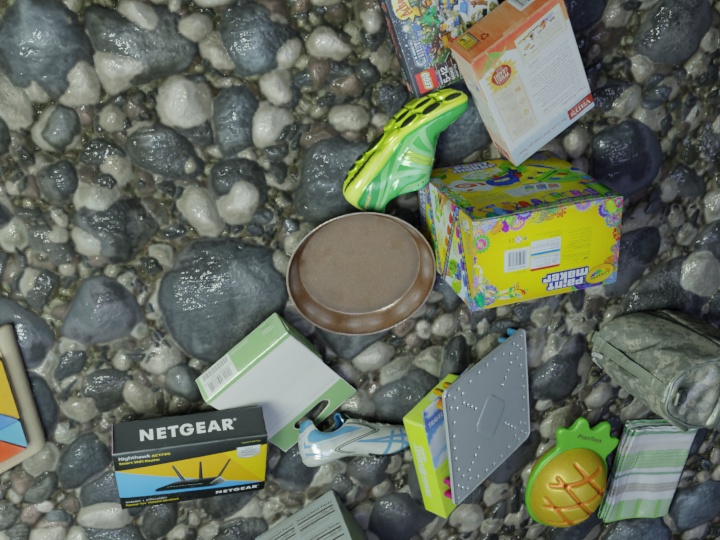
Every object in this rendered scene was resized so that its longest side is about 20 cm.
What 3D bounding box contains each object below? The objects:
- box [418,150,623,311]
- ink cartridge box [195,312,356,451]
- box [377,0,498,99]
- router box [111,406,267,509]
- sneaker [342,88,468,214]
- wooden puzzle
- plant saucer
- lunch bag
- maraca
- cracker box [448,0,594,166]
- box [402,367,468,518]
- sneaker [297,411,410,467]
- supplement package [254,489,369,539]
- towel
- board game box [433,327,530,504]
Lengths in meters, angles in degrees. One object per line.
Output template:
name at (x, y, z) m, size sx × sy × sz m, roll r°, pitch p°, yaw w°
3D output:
box at (0.199, -0.059, 1.142) m, size 0.199 × 0.193 × 0.123 m, roll -10°, pitch 117°, yaw -13°
ink cartridge box at (-0.112, 0.160, 1.225) m, size 0.145 × 0.048 × 0.200 m, roll -40°, pitch 140°, yaw 3°
box at (0.094, -0.330, 1.073) m, size 0.136 × 0.038 × 0.201 m, roll -26°, pitch 119°, yaw -6°
router box at (-0.229, 0.254, 1.190) m, size 0.199 × 0.051 × 0.150 m, roll -6°, pitch 139°, yaw -13°
sneaker at (0.064, -0.152, 1.128) m, size 0.083 × 0.074 × 0.200 m, roll 38°, pitch 107°, yaw -27°
wooden puzzle at (-0.477, 0.185, 1.058) m, size 0.200 × 0.037 × 0.186 m, roll -34°, pitch 127°, yaw -44°
plant saucer at (0.000, 0.000, 1.172) m, size 0.199 × 0.035 × 0.201 m, roll -4°, pitch 127°, yaw -5°
lunch bag at (0.464, 0.145, 1.322) m, size 0.167 × 0.200 × 0.140 m, roll 6°, pitch 109°, yaw -24°
maraca at (0.337, 0.324, 1.410) m, size 0.136 × 0.107 × 0.201 m, roll 12°, pitch 109°, yaw -22°
cracker box at (0.206, -0.243, 1.104) m, size 0.134 × 0.058 × 0.200 m, roll -38°, pitch 139°, yaw 0°
box at (0.128, 0.252, 1.312) m, size 0.122 × 0.047 × 0.201 m, roll -37°, pitch 125°, yaw -38°
sneaker at (0.003, 0.239, 1.283) m, size 0.199 × 0.072 × 0.073 m, roll 0°, pitch 80°, yaw -30°
supplement package at (-0.036, 0.481, 1.305) m, size 0.147 × 0.200 × 0.192 m, roll -31°, pitch 119°, yaw -2°
towel at (0.498, 0.346, 1.517) m, size 0.148 × 0.031 × 0.201 m, roll 1°, pitch 113°, yaw -18°
board game box at (0.183, 0.211, 1.301) m, size 0.200 × 0.026 × 0.201 m, roll -32°, pitch 125°, yaw -39°
